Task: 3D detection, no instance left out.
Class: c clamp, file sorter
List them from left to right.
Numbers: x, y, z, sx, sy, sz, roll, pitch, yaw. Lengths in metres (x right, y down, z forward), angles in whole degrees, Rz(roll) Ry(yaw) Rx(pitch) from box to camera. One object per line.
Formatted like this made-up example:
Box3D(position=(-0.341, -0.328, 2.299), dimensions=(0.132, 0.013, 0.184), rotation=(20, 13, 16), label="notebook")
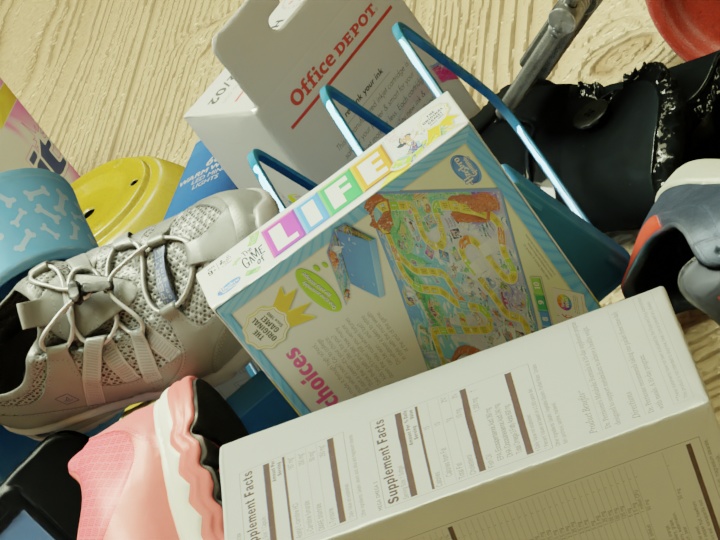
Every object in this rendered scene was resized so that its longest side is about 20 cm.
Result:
Box3D(position=(0.000, 0.000, 1.310), dimensions=(0.200, 0.139, 0.123), rotation=(-40, 60, 13), label="file sorter")
Box3D(position=(0.125, -0.154, 1.394), dimensions=(0.171, 0.027, 0.200), rotation=(-60, -4, 38), label="c clamp")

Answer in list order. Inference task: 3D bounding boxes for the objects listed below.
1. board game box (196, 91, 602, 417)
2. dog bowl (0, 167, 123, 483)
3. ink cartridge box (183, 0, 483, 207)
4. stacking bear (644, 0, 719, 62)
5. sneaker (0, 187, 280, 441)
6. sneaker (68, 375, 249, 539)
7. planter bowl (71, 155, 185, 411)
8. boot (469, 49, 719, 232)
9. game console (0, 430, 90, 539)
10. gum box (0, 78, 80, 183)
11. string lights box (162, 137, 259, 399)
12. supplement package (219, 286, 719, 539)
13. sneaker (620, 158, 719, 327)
Box3D(position=(0.039, 0.037, 1.206), dimensions=(0.134, 0.200, 0.034), rotation=(-35, 32, 3), label="board game box")
Box3D(position=(-0.167, 0.036, 1.356), dimensions=(0.111, 0.200, 0.050), rotation=(-31, 59, -18), label="dog bowl")
Box3D(position=(-0.010, -0.078, 1.456), dimensions=(0.068, 0.200, 0.115), rotation=(-1, 43, 51), label="ink cartridge box")
Box3D(position=(0.236, -0.190, 1.444), dimensions=(0.113, 0.122, 0.200), rotation=(-6, 31, 39), label="stacking bear")
Box3D(position=(-0.113, 0.024, 1.233), dimensions=(0.200, 0.082, 0.075), rotation=(-34, 60, 34), label="sneaker")
Box3D(position=(-0.080, 0.149, 1.187), dimensions=(0.086, 0.074, 0.201), rotation=(-22, 58, 18), label="sneaker")
Box3D(position=(-0.141, -0.008, 1.641), dimensions=(0.200, 0.084, 0.201), rotation=(-30, 27, 17), label="planter bowl")
Box3D(position=(0.098, -0.035, 1.391), dimensions=(0.168, 0.077, 0.200), rotation=(-5, 37, 52), label="boot")
Box3D(position=(-0.142, 0.201, 1.232), dimensions=(0.200, 0.172, 0.119), rotation=(-46, 5, 1), label="game console")
Box3D(position=(-0.249, -0.014, 1.751), dimensions=(0.066, 0.114, 0.200), rotation=(-21, 31, 29), label="gum box")
Box3D(position=(-0.056, -0.004, 1.504), dimensions=(0.059, 0.103, 0.200), rotation=(-25, 28, 30), label="string lights box")
Box3D(position=(0.054, 0.107, 1.122), dimensions=(0.199, 0.114, 0.110), rotation=(-19, 24, 4), label="supplement package")
Box3D(position=(0.195, -0.009, 1.239), dimensions=(0.200, 0.075, 0.085), rotation=(-14, 34, 56), label="sneaker")
